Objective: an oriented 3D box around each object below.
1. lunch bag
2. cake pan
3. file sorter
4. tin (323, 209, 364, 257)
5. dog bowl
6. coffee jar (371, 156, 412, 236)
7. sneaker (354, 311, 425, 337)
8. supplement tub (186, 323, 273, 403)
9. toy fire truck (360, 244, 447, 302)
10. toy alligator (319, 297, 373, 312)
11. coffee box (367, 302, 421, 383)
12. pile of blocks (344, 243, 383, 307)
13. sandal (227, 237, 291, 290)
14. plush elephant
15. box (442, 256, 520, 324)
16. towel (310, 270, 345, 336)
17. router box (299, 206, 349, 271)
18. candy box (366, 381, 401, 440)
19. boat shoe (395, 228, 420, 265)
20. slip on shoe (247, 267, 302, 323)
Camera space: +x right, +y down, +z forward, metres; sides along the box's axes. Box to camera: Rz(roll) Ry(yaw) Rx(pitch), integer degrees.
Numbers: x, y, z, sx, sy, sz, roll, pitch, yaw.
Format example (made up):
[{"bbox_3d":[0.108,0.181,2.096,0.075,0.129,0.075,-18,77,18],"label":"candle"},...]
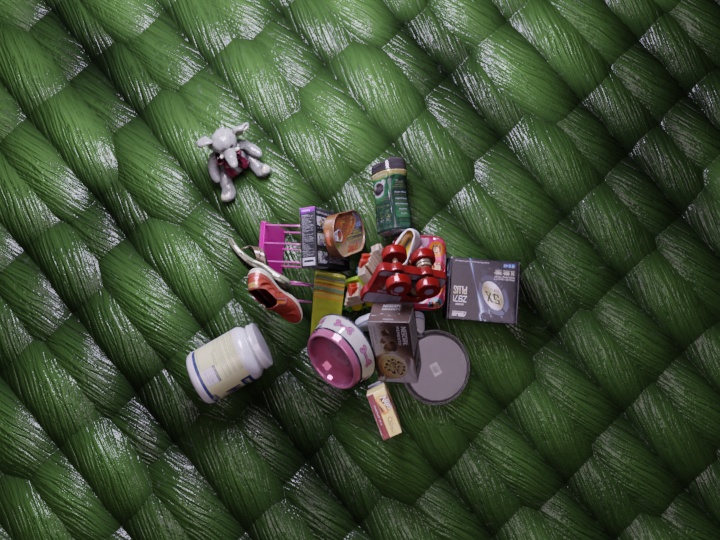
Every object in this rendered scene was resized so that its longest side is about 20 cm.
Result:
[{"bbox_3d":[0.148,0.006,1.687,0.170,0.082,0.207,1,85,4],"label":"lunch bag"},{"bbox_3d":[0.206,0.266,1.686,0.193,0.037,0.207,0,86,0],"label":"cake pan"},{"bbox_3d":[-0.191,-0.016,1.640,0.121,0.139,0.207,3,86,15],"label":"file sorter"},{"bbox_3d":[-0.042,-0.097,1.637,0.041,0.199,0.116,-10,95,24],"label":"tin"},{"bbox_3d":[-0.057,0.220,1.607,0.201,0.200,0.073,50,49,4],"label":"dog bowl"},{"bbox_3d":[0.085,-0.203,1.685,0.083,0.103,0.207,-3,86,-31],"label":"coffee jar"},{"bbox_3d":[0.082,0.154,1.668,0.193,0.074,0.073,-5,60,-1],"label":"sneaker"},{"bbox_3d":[-0.345,0.243,1.632,0.196,0.145,0.148,-28,86,-2],"label":"supplement tub"},{"bbox_3d":[0.111,0.033,1.565,0.194,0.169,0.115,7,53,-20],"label":"toy fire truck"},{"bbox_3d":[-0.016,0.091,1.694,0.194,0.060,0.055,-17,129,6],"label":"toy alligator"},{"bbox_3d":[0.091,0.186,1.588,0.109,0.081,0.205,1,124,16],"label":"coffee box"},{"bbox_3d":[0.000,0.000,1.669,0.081,0.062,0.203,5,56,41],"label":"pile of blocks"},{"bbox_3d":[-0.251,-0.022,1.555,0.198,0.080,0.058,33,75,7],"label":"sandal"},{"bbox_3d":[-0.353,-0.318,1.667,0.161,0.155,0.204,-26,87,-2],"label":"plush elephant"},{"bbox_3d":[0.327,0.055,1.677,0.193,0.086,0.169,5,86,0],"label":"box"},{"bbox_3d":[-0.090,0.102,1.662,0.083,0.018,0.206,9,111,7],"label":"towel"},{"bbox_3d":[-0.091,-0.078,1.629,0.050,0.199,0.154,-4,85,24],"label":"router box"},{"bbox_3d":[0.061,0.356,1.596,0.054,0.200,0.118,-21,86,0],"label":"candy box"},{"bbox_3d":[0.093,-0.020,1.621,0.070,0.070,0.203,33,94,17],"label":"boat shoe"},{"bbox_3d":[-0.213,0.076,1.521,0.072,0.201,0.062,-15,46,26],"label":"slip on shoe"}]
